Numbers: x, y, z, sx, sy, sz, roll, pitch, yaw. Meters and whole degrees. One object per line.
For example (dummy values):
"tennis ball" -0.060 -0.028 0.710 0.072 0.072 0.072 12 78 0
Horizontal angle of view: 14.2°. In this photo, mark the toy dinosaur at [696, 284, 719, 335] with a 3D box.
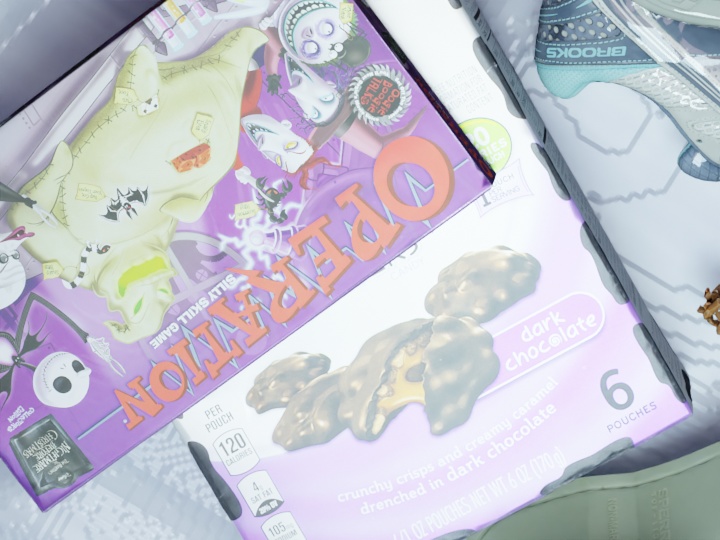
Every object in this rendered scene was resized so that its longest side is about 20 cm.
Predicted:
"toy dinosaur" 0.225 0.050 1.044 0.200 0.102 0.136 11 119 -20

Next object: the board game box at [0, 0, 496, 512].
"board game box" -0.067 -0.020 1.005 0.200 0.032 0.120 -37 100 11

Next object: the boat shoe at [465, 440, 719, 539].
"boat shoe" 0.137 0.102 1.047 0.201 0.072 0.061 -12 141 25

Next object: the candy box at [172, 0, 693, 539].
"candy box" 0.000 0.000 1.053 0.168 0.072 0.200 -29 97 9

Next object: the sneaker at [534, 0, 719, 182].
"sneaker" 0.157 -0.069 1.041 0.200 0.078 0.086 22 113 6
